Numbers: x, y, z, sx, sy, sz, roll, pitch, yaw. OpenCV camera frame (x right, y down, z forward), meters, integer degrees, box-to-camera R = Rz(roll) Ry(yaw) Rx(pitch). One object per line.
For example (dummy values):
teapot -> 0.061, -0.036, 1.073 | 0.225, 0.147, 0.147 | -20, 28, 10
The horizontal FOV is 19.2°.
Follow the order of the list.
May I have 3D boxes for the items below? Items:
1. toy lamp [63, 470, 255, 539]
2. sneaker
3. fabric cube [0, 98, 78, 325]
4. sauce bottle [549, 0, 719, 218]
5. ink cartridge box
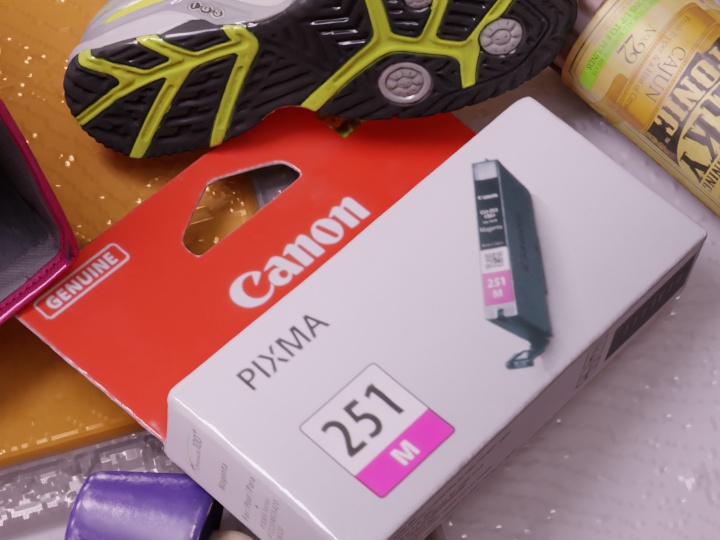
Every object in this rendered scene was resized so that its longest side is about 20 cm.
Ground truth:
toy lamp -> -0.007, 0.116, 0.760 | 0.200, 0.058, 0.058 | 16, 68, 7
sneaker -> -0.016, -0.102, 0.824 | 0.200, 0.075, 0.076 | -6, 42, 8
fabric cube -> -0.251, -0.056, 0.732 | 0.196, 0.200, 0.199 | -38, 57, -14
sauce bottle -> 0.157, -0.047, 0.823 | 0.200, 0.065, 0.065 | 41, 73, 15
ink cartridge box -> 0.000, 0.000, 0.785 | 0.174, 0.044, 0.200 | 39, 59, 18
